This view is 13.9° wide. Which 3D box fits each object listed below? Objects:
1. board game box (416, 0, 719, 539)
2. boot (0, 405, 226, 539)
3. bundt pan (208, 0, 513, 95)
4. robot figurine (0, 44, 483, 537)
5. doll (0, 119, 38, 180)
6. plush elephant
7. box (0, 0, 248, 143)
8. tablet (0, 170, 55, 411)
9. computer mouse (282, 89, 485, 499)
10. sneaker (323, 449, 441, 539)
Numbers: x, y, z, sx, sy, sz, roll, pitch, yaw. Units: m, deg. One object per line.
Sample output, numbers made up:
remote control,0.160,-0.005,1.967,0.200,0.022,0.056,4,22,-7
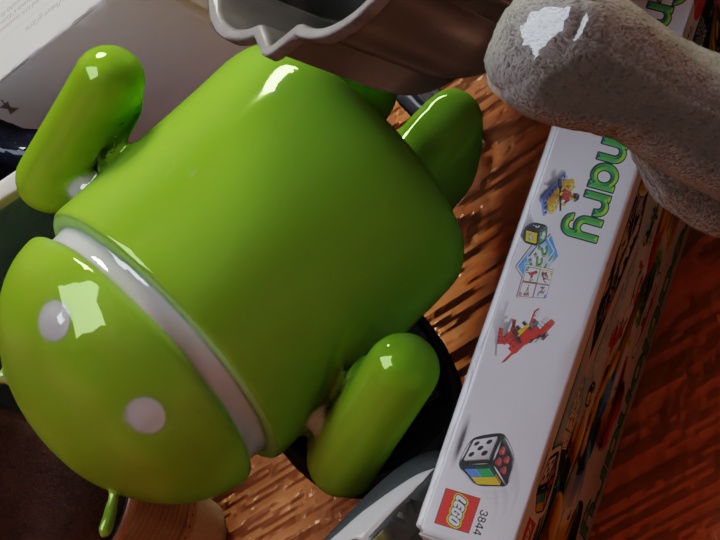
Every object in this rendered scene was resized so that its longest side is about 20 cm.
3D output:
board game box,0.074,0.008,0.974,0.034,0.126,0.201,17,79,15
boot,-0.170,0.126,1.185,0.200,0.166,0.072,-48,36,22
bundt pan,0.035,-0.146,0.967,0.202,0.076,0.202,-36,40,37
robot figurine,-0.044,0.000,1.052,0.200,0.175,0.116,-42,-12,-14
doll,-0.124,-0.029,1.272,0.200,0.137,0.049,15,60,39
plush elephant,0.162,-0.078,0.890,0.165,0.200,0.155,-46,14,22
box,-0.096,-0.161,1.346,0.124,0.097,0.201,-32,44,39
tablet,-0.150,0.042,1.196,0.014,0.130,0.200,32,137,24
computer mouse,0.000,0.000,1.141,0.140,0.046,0.200,-34,56,-10
sneaker,-0.024,0.135,1.061,0.200,0.074,0.085,-54,34,15
